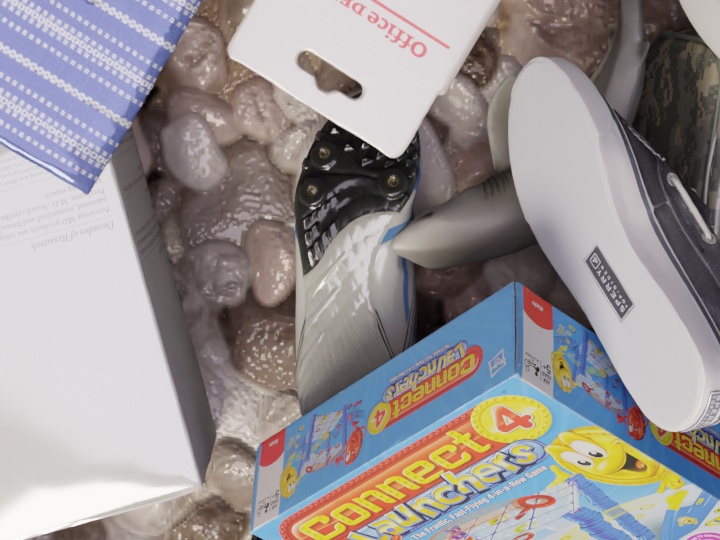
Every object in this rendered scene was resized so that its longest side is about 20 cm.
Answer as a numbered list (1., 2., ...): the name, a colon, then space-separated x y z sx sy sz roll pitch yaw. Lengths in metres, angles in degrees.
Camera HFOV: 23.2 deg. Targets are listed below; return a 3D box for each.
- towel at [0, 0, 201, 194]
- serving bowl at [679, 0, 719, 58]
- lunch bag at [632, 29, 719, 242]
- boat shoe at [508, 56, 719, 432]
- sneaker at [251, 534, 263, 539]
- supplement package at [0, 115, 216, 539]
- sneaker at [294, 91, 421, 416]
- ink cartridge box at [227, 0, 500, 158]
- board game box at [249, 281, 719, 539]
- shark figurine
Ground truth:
1. towel: -0.144 -0.159 0.850 0.144 0.024 0.201 30 96 -10
2. serving bowl: 0.238 -0.130 0.843 0.197 0.201 0.066 9 134 -2
3. lunch bag: 0.234 -0.029 0.934 0.166 0.139 0.203 5 98 -12
4. boat shoe: 0.137 -0.018 0.845 0.067 0.072 0.201 -8 59 -33
5. sneaker: -0.030 0.229 0.977 0.072 0.112 0.203 -10 99 2
6. supplement package: -0.159 0.024 0.942 0.116 0.117 0.202 -15 98 1
7. sneaker: 0.000 0.000 0.973 0.071 0.072 0.203 4 85 10
8. ink cartridge box: 0.024 -0.173 0.935 0.116 0.067 0.201 31 93 -5
9. board game box: 0.079 0.114 0.906 0.195 0.056 0.199 31 133 -29
10. shark figurine: 0.123 -0.073 0.921 0.127 0.090 0.216 22 104 -33
